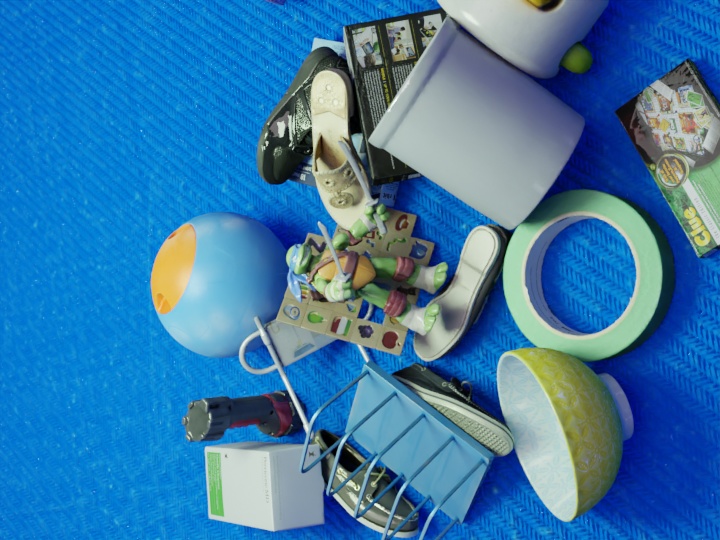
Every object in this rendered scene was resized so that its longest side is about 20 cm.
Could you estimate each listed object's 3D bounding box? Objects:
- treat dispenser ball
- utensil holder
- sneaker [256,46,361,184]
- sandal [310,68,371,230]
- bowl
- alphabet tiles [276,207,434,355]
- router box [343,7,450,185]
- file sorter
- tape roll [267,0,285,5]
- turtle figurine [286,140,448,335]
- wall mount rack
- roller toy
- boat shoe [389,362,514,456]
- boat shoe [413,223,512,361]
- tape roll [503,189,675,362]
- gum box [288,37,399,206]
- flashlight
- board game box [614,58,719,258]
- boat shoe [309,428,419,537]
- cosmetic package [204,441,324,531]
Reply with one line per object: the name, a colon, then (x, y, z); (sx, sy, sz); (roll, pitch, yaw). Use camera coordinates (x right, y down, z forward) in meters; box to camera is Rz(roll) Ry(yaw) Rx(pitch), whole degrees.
treat dispenser ball: (-0.191, 0.020, 1.471); (0.199, 0.200, 0.203); (-1, 88, 34)
utensil holder: (0.136, -0.168, 1.228); (0.199, 0.170, 0.171); (32, 109, -3)
sneaker: (-0.062, -0.187, 1.409); (0.114, 0.076, 0.200); (43, 107, 35)
sandal: (-0.040, -0.143, 1.334); (0.077, 0.070, 0.214); (3, 110, 26)
bowl: (0.245, 0.172, 1.208); (0.107, 0.200, 0.202); (-18, 74, -12)
alphabet tiles: (0.000, 0.000, 1.371); (0.166, 0.008, 0.201); (15, 63, 9)
router box: (0.067, -0.221, 1.340); (0.148, 0.051, 0.202); (-10, 85, -2)
file sorter: (0.038, 0.243, 1.310); (0.199, 0.122, 0.140); (35, 137, 21)
tape roll: (-0.187, -0.443, 1.482); (0.199, 0.199, 0.066); (33, 106, 31)
turtle figurine: (0.016, -0.014, 1.278); (0.192, 0.144, 0.201); (22, 112, -10)
wall mount rack: (-0.054, 0.114, 1.411); (0.175, 0.199, 0.075); (66, 173, -25)
roller toy: (0.189, -0.328, 1.226); (0.140, 0.199, 0.183); (-54, 48, 20)
boat shoe: (0.116, 0.169, 1.328); (0.199, 0.062, 0.075); (23, 140, 40)
boat shoe: (0.136, 0.032, 1.340); (0.067, 0.057, 0.201); (41, 116, 31)
tape roll: (0.267, 0.007, 1.248); (0.199, 0.048, 0.203); (-1, 88, 34)
gum box: (-0.009, -0.204, 1.446); (0.169, 0.044, 0.202); (17, 97, 34)
flashlight: (-0.160, 0.203, 1.444); (0.068, 0.199, 0.068); (-19, 79, 34)
board game box: (0.378, -0.126, 1.190); (0.104, 0.023, 0.201); (-34, 70, 27)
boat shoe: (0.002, 0.283, 1.407); (0.201, 0.072, 0.061); (29, 110, 36)
cosmetic package: (-0.134, 0.293, 1.456); (0.199, 0.084, 0.109); (-14, 79, 57)
